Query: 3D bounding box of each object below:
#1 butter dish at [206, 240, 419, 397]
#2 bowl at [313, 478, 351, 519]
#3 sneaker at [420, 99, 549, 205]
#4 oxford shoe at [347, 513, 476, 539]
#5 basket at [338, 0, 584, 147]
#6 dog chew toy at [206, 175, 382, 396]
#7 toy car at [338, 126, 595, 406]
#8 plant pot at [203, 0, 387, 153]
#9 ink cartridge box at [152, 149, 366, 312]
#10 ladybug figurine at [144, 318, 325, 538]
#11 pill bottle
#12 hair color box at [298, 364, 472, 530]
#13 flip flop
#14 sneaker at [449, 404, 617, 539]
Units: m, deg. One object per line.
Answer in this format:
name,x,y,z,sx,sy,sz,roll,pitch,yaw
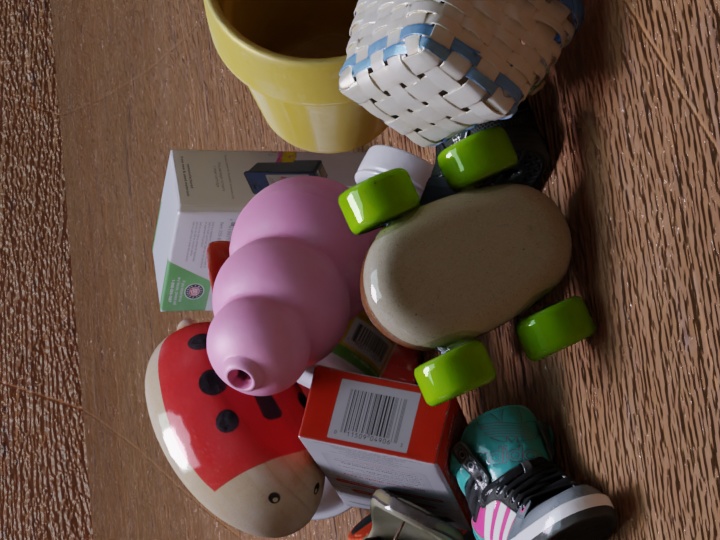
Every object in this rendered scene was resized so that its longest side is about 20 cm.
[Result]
butter dish,-0.017,0.044,1.869,0.148,0.199,0.200,-41,49,39
bowl,-0.077,0.143,2.004,0.201,0.090,0.202,0,90,38
sneaker,0.084,-0.083,1.643,0.200,0.076,0.114,118,149,-53
oxford shoe,0.063,0.240,1.788,0.073,0.071,0.200,56,159,-11
basket,0.079,-0.196,1.513,0.176,0.139,0.200,-16,49,60
dog chew toy,-0.056,0.018,1.603,0.200,0.124,0.125,-63,-9,-46
toy car,0.063,0.008,1.557,0.165,0.158,0.200,66,166,4
plant pot,-0.031,-0.207,1.842,0.189,0.200,0.201,86,174,-61
ink cartridge box,-0.091,-0.037,2.014,0.145,0.200,0.088,105,160,-46
ladybug figurine,-0.095,0.116,1.664,0.200,0.136,0.072,57,136,21
pill bottle,0.000,0.000,1.754,0.200,0.111,0.111,-63,10,-15
hair color box,0.028,0.141,1.637,0.200,0.111,0.064,67,-144,-66
flip flop,0.026,0.231,1.670,0.058,0.081,0.200,-60,-2,-28
sneaker,0.123,0.153,1.525,0.200,0.083,0.121,126,130,-66
